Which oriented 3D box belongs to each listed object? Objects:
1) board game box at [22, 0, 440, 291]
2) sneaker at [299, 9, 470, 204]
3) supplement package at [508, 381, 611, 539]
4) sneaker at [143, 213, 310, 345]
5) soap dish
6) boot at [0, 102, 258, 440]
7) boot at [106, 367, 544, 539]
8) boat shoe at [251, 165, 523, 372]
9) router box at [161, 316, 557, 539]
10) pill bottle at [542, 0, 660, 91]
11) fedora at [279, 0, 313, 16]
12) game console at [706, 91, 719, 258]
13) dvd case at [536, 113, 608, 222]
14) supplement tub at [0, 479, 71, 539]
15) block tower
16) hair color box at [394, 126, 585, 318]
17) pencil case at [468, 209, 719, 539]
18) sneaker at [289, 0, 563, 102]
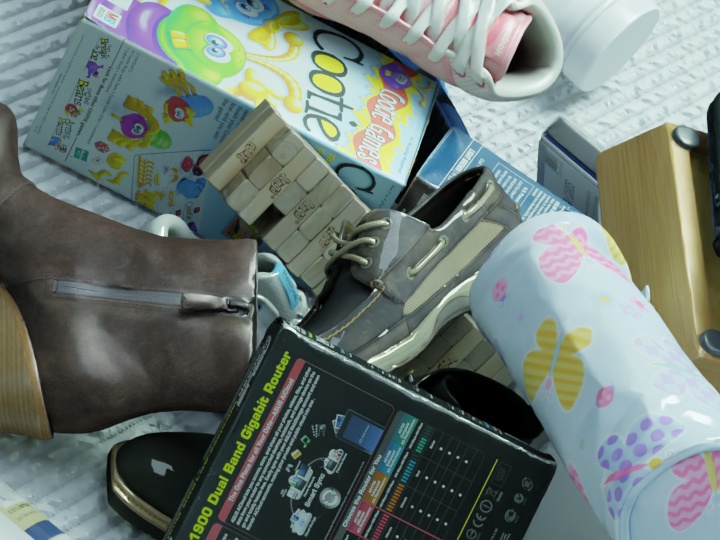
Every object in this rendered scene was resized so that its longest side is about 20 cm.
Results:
[{"bbox_3d":[-0.072,-0.090,1.521,0.199,0.105,0.103,27,40,-6],"label":"board game box"},{"bbox_3d":[0.035,-0.102,1.624,0.078,0.066,0.200,3,44,-44],"label":"sneaker"},{"bbox_3d":[0.171,0.124,1.448,0.199,0.120,0.122,25,43,-8],"label":"supplement package"},{"bbox_3d":[-0.045,0.040,1.426,0.199,0.087,0.075,30,39,-4],"label":"sneaker"},{"bbox_3d":[0.210,0.018,1.418,0.157,0.081,0.201,14,46,-17],"label":"soap dish"},{"bbox_3d":[-0.135,-0.006,1.385,0.165,0.072,0.201,-4,61,2],"label":"boot"},{"bbox_3d":[-0.017,0.087,1.356,0.199,0.139,0.078,11,45,-21],"label":"boot"},{"bbox_3d":[0.010,0.004,1.373,0.200,0.074,0.074,-32,104,-43],"label":"boat shoe"},{"bbox_3d":[-0.018,0.144,1.269,0.149,0.201,0.062,27,-2,-6],"label":"router box"},{"bbox_3d":[0.100,-0.210,1.744,0.200,0.104,0.104,45,43,15],"label":"pill bottle"},{"bbox_3d":[-0.088,-0.198,1.564,0.200,0.201,0.082,26,52,-7],"label":"fedora"},{"bbox_3d":[0.292,-0.037,1.368,0.199,0.119,0.171,17,46,-15],"label":"game console"},{"bbox_3d":[0.185,-0.002,1.575,0.200,0.150,0.025,42,81,10],"label":"dvd case"},{"bbox_3d":[-0.237,0.122,1.184,0.200,0.145,0.144,39,41,8],"label":"supplement tub"},{"bbox_3d":[0.000,0.000,1.454,0.200,0.058,0.054,45,3,-19],"label":"block tower"},{"bbox_3d":[0.104,0.019,1.525,0.200,0.100,0.061,34,42,3],"label":"hair color box"},{"bbox_3d":[0.125,0.058,1.287,0.090,0.083,0.200,23,24,-34],"label":"pencil case"},{"bbox_3d":[0.036,-0.155,1.510,0.200,0.076,0.105,29,-3,-36],"label":"sneaker"}]
